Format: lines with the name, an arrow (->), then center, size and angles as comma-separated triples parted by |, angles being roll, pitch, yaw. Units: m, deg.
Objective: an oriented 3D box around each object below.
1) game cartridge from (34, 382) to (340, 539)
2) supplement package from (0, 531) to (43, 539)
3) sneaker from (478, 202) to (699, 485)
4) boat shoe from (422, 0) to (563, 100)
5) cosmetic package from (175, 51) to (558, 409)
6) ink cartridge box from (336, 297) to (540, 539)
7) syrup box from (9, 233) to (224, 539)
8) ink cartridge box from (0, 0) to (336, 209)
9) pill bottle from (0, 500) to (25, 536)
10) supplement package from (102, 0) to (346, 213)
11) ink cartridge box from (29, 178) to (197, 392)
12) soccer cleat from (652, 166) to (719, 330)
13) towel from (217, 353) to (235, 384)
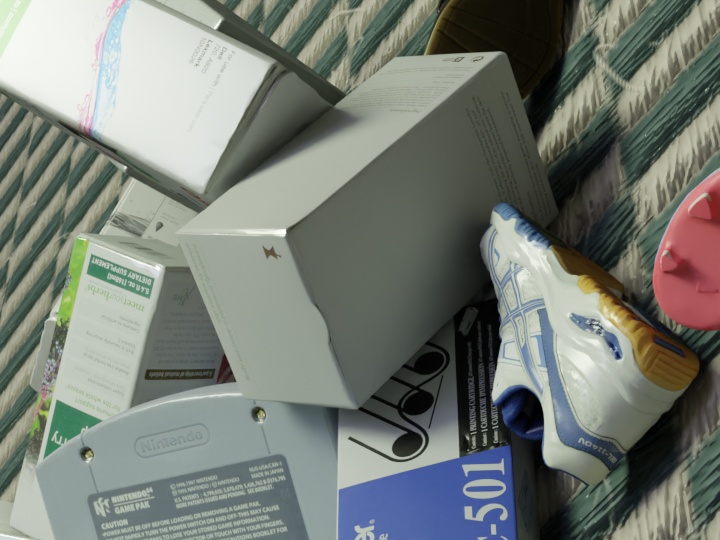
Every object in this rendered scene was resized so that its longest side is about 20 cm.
game cartridge -> -0.082, 0.131, 1.183 | 0.200, 0.042, 0.133 | -14, 89, 30
supplement package -> -0.118, 0.201, 1.092 | 0.200, 0.156, 0.111 | 6, 80, 27
sneaker -> 0.088, 0.033, 1.061 | 0.088, 0.075, 0.200 | -56, 22, 10
boat shoe -> 0.083, -0.152, 1.309 | 0.200, 0.073, 0.065 | -60, 7, -29
cosmetic package -> 0.009, -0.025, 1.136 | 0.085, 0.108, 0.200 | 3, 31, 42
ink cartridge box -> 0.039, 0.104, 1.082 | 0.094, 0.044, 0.200 | -16, 39, 14
syrup box -> -0.150, 0.083, 1.375 | 0.079, 0.081, 0.200 | 20, 100, 35
ink cartridge box -> -0.114, -0.097, 1.210 | 0.200, 0.145, 0.084 | 28, 87, 25
pill bottle -> -0.271, 0.268, 1.559 | 0.116, 0.116, 0.200 | -51, 24, 29
supplement package -> -0.124, -0.126, 1.406 | 0.117, 0.117, 0.200 | -56, 41, 6
ink cartridge box -> -0.146, -0.001, 1.532 | 0.200, 0.083, 0.147 | -62, 0, -28
soccer cleat -> 0.201, -0.055, 0.950 | 0.200, 0.067, 0.076 | -58, -10, 27
towel -> -0.114, 0.096, 1.517 | 0.146, 0.030, 0.200 | -51, 24, 26
